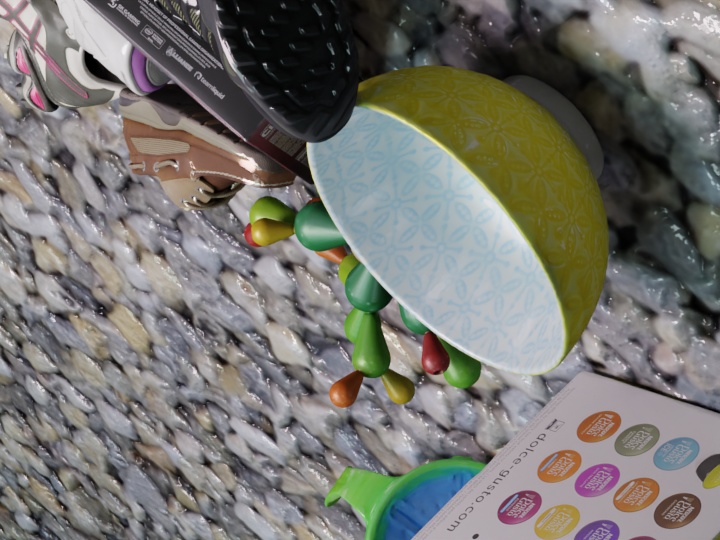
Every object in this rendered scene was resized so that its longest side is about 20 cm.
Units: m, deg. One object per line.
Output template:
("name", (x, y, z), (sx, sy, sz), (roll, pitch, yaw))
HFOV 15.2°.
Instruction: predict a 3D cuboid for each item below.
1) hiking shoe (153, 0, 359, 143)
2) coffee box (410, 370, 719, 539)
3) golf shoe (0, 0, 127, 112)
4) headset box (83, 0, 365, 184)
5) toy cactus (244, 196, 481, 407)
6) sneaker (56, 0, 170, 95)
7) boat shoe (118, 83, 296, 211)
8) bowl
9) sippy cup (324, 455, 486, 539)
("hiking shoe", (-0.071, -0.158, 1.485), (0.200, 0.076, 0.101), (57, 169, -7))
("coffee box", (0.178, 0.216, 1.687), (0.197, 0.200, 0.200), (18, 144, 49))
("golf shoe", (-0.225, -0.198, 1.901), (0.088, 0.077, 0.200), (4, 140, 33))
("headset box", (-0.080, -0.138, 1.619), (0.149, 0.075, 0.200), (41, -177, 12))
("toy cactus", (0.000, 0.000, 1.804), (0.200, 0.102, 0.165), (47, 149, 21))
("sneaker", (-0.179, -0.199, 1.787), (0.099, 0.075, 0.200), (33, 154, 27))
("boat shoe", (-0.100, -0.077, 1.830), (0.200, 0.075, 0.072), (25, 115, 57))
("bowl", (0.076, -0.049, 1.546), (0.200, 0.108, 0.200), (39, 156, 20))
("sippy cup", (0.063, 0.214, 1.995), (0.130, 0.139, 0.178), (119, 131, -77))
